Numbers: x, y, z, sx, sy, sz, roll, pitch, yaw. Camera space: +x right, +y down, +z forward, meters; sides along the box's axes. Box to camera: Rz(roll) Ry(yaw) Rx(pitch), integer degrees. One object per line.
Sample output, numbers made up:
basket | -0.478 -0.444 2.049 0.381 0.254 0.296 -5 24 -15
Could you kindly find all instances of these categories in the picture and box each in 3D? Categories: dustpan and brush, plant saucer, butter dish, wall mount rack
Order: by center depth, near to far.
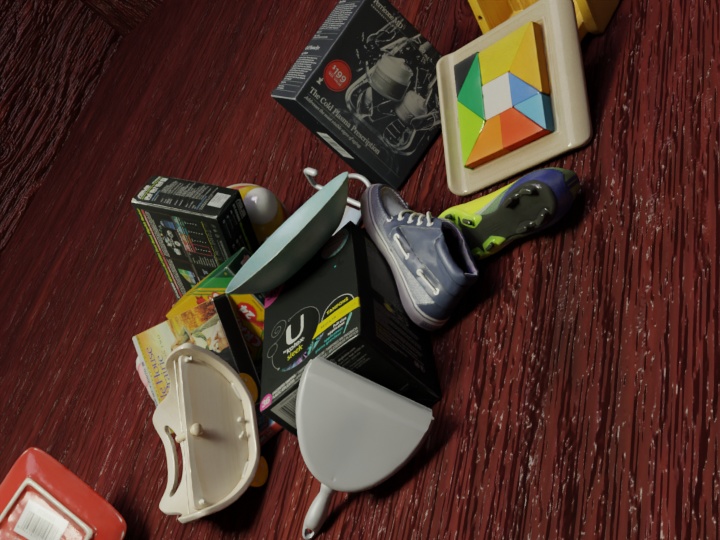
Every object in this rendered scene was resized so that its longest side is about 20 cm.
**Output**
dustpan and brush | -0.021 0.195 0.971 0.057 0.137 0.203 -54 -13 -79
plant saucer | -0.075 -0.033 1.125 0.201 0.039 0.201 -43 11 10
wall mount rack | -0.028 -0.051 1.297 0.171 0.075 0.202 22 74 23
butter dish | -0.415 0.381 1.319 0.198 0.148 0.201 31 81 20

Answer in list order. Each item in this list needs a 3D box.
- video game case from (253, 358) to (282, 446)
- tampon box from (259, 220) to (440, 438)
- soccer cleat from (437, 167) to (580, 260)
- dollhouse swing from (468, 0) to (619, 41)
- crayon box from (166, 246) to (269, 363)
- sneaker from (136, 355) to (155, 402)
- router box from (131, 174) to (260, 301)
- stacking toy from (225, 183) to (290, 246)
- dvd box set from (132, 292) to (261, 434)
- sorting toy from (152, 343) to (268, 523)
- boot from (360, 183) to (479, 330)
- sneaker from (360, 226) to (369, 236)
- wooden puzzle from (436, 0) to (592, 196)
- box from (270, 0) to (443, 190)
video game case | -0.143 0.182 1.253 0.199 0.017 0.144 -42 29 20
tampon box | -0.017 0.078 1.062 0.149 0.126 0.202 -39 30 21
soccer cleat | 0.158 -0.060 1.048 0.083 0.066 0.199 -29 5 -36
dollhouse swing | 0.187 -0.329 1.195 0.175 0.184 0.199 -40 23 -22
crayon box | -0.177 0.068 1.296 0.199 0.127 0.051 -34 13 44
sneaker | -0.243 0.121 1.426 0.199 0.075 0.105 -40 44 7
router box | -0.213 -0.029 1.333 0.147 0.202 0.063 12 48 27
stacking toy | -0.156 -0.071 1.368 0.148 0.145 0.200 -59 5 -14
dvd box set | -0.219 0.128 1.277 0.198 0.149 0.029 -22 -3 43
sorting toy | -0.209 0.218 1.192 0.179 0.105 0.204 -31 61 44
boot | 0.068 -0.040 1.071 0.091 0.072 0.202 -51 51 36
sneaker | 0.000 0.000 1.195 0.197 0.090 0.077 -8 26 28
wooden puzzle | 0.169 -0.204 1.122 0.198 0.037 0.189 -19 69 44
box | 0.015 -0.246 1.311 0.184 0.199 0.104 -55 27 -5
